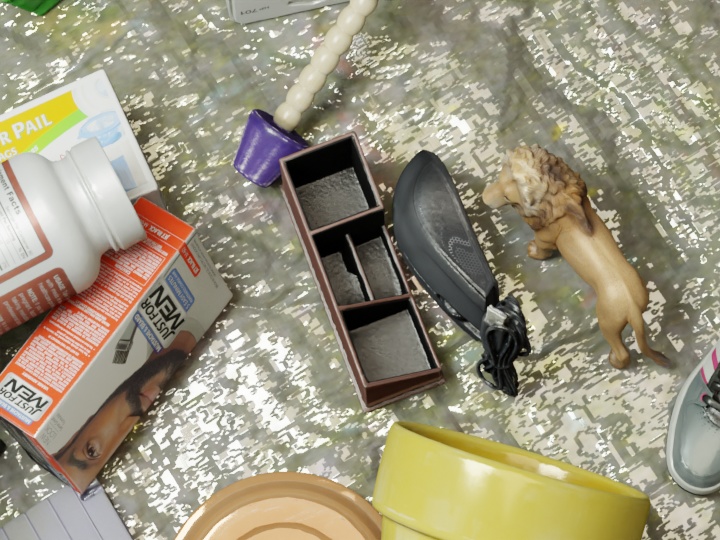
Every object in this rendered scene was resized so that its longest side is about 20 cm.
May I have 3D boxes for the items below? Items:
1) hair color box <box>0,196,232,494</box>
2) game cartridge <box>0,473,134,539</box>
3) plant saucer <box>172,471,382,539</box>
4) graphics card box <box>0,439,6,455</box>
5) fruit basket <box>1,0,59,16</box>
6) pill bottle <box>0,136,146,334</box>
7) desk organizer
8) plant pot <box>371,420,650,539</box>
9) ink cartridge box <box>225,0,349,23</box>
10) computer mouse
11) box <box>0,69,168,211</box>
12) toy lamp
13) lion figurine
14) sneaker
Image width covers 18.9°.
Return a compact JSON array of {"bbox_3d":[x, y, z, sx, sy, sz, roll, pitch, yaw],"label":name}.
[{"bbox_3d":[-0.191,0.058,1.661,0.064,0.111,0.201,30,73,27],"label":"hair color box"},{"bbox_3d":[-0.209,0.265,1.638,0.129,0.038,0.201,-34,62,-3],"label":"game cartridge"},{"bbox_3d":[-0.058,0.253,1.659,0.198,0.032,0.202,0,74,1],"label":"plant saucer"},{"bbox_3d":[-0.330,0.153,1.603,0.051,0.200,0.126,26,75,8],"label":"graphics card box"},{"bbox_3d":[-0.275,-0.338,1.774,0.213,0.155,0.218,0,89,12],"label":"fruit basket"},{"bbox_3d":[-0.263,-0.016,1.591,0.199,0.112,0.113,-28,76,-6],"label":"pill bottle"},{"bbox_3d":[0.000,0.000,1.702,0.071,0.077,0.202,-20,75,-4],"label":"desk organizer"},{"bbox_3d":[0.094,0.228,1.591,0.199,0.201,0.191,16,92,5],"label":"plant pot"},{"bbox_3d":[-0.061,-0.324,1.788,0.145,0.086,0.202,-13,73,-5],"label":"ink cartridge box"},{"bbox_3d":[0.068,-0.002,1.684,0.052,0.139,0.201,-20,65,-9],"label":"computer mouse"},{"bbox_3d":[-0.265,-0.057,1.709,0.199,0.101,0.113,-25,77,-6],"label":"box"},{"bbox_3d":[-0.034,-0.156,1.729,0.058,0.058,0.201,37,103,10],"label":"toy lamp"},{"bbox_3d":[0.178,-0.010,1.679,0.072,0.123,0.200,-42,79,-10],"label":"lion figurine"},{"bbox_3d":[0.302,0.074,1.654,0.083,0.121,0.201,28,77,8],"label":"sneaker"}]
